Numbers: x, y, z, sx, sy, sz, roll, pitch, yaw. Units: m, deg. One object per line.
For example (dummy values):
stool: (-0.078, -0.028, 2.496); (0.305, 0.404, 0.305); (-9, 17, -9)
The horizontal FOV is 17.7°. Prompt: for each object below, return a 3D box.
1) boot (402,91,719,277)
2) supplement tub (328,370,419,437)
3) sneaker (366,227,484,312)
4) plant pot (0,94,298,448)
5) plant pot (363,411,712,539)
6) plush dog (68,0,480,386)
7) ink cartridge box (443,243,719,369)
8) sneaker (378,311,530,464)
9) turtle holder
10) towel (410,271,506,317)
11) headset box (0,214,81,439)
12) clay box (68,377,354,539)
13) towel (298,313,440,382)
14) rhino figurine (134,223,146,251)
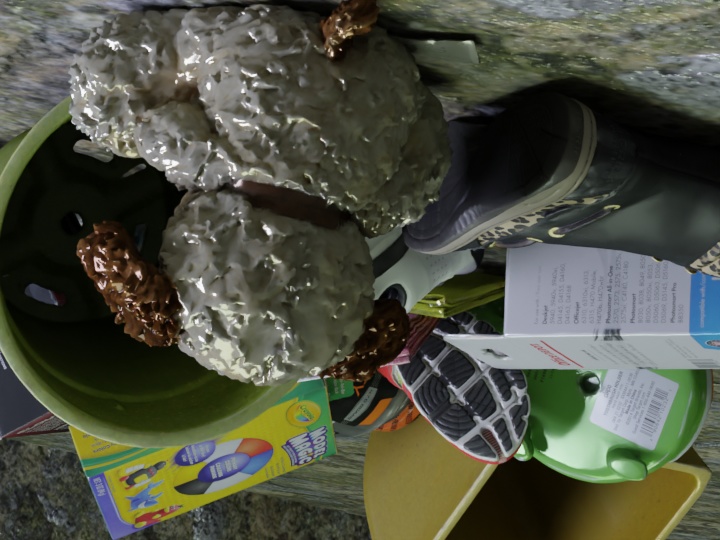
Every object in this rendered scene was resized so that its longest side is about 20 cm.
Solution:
boot: (0.119, -0.037, 1.219); (0.150, 0.073, 0.200); (13, 164, -22)
supplement tub: (-0.043, 0.055, 1.720); (0.200, 0.123, 0.122); (17, 167, -42)
sneaker: (0.020, -0.009, 1.410); (0.074, 0.080, 0.200); (1, 175, 25)
plant pot: (-0.135, -0.019, 1.285); (0.200, 0.201, 0.190); (13, -178, -24)
plant pot: (0.113, 0.141, 1.803); (0.195, 0.194, 0.200); (14, -148, -33)
plush dog: (-0.036, -0.031, 1.076); (0.199, 0.172, 0.160); (14, 169, -22)
ink cartridge box: (0.163, 0.021, 1.462); (0.199, 0.067, 0.116); (-1, 167, 22)
sneaker: (0.053, 0.063, 1.598); (0.200, 0.077, 0.085); (49, 168, 33)
turtle holder: (0.158, 0.076, 1.623); (0.185, 0.141, 0.132); (-8, -179, 25)
towel: (0.000, 0.000, 1.532); (0.200, 0.018, 0.086); (11, -160, 37)
headset box: (-0.216, 0.028, 1.527); (0.077, 0.149, 0.200); (-27, 175, 7)
clay box: (-0.093, 0.113, 1.604); (0.200, 0.048, 0.115); (-20, 153, -6)
towel: (-0.047, 0.046, 1.520); (0.199, 0.023, 0.144); (-11, -168, 16)
rhino figurine: (-0.143, -0.013, 1.519); (0.060, 0.088, 0.200); (9, 171, 12)
